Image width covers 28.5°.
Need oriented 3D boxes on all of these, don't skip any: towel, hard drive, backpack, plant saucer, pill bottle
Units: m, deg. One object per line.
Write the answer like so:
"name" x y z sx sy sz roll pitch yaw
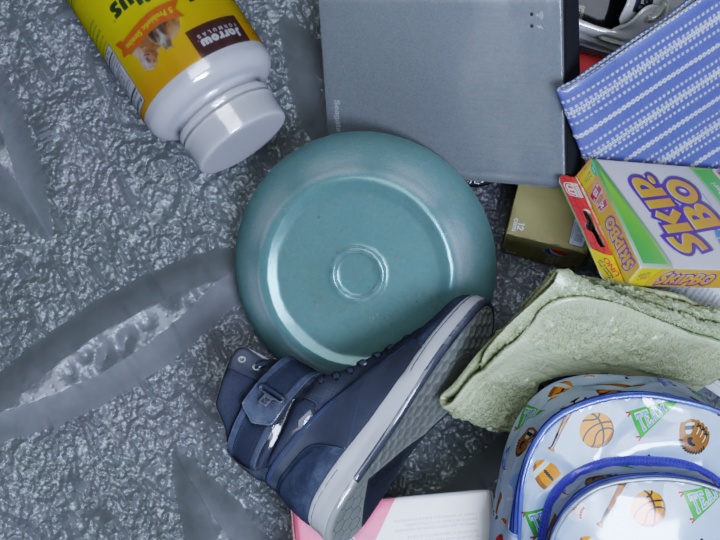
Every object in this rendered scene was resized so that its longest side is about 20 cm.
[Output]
"towel" 0.164 0.068 0.975 0.199 0.149 0.037 13 41 -34
"hard drive" 0.063 -0.138 1.036 0.198 0.033 0.141 7 111 31
"backpack" 0.168 0.165 0.904 0.198 0.154 0.193 1 91 -8
"plant saucer" 0.000 0.000 1.043 0.198 0.036 0.202 2 101 9
"towel" 0.227 -0.099 1.029 0.144 0.201 0.024 -34 42 -3
"pill bottle" -0.142 -0.177 1.079 0.109 0.109 0.201 -33 80 -5

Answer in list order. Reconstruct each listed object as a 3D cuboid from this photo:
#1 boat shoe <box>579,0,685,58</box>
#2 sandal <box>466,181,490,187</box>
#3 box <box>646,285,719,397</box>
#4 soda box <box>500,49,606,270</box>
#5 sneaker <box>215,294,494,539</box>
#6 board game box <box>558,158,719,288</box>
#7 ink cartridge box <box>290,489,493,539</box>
"boat shoe" 0.197 -0.191 1.026 0.198 0.066 0.073 14 80 3
"sandal" 0.094 -0.167 1.109 0.075 0.048 0.202 11 92 2
"box" 0.281 0.050 1.034 0.199 0.049 0.083 34 126 5
"soda box" 0.161 -0.108 1.080 0.063 0.068 0.202 15 80 4
"sneaker" -0.011 0.072 1.000 0.146 0.077 0.203 31 72 31
"board game box" 0.237 -0.031 1.003 0.198 0.030 0.096 0 53 -27
"ink cartridge box" 0.030 0.263 1.006 0.145 0.083 0.202 -5 79 0
